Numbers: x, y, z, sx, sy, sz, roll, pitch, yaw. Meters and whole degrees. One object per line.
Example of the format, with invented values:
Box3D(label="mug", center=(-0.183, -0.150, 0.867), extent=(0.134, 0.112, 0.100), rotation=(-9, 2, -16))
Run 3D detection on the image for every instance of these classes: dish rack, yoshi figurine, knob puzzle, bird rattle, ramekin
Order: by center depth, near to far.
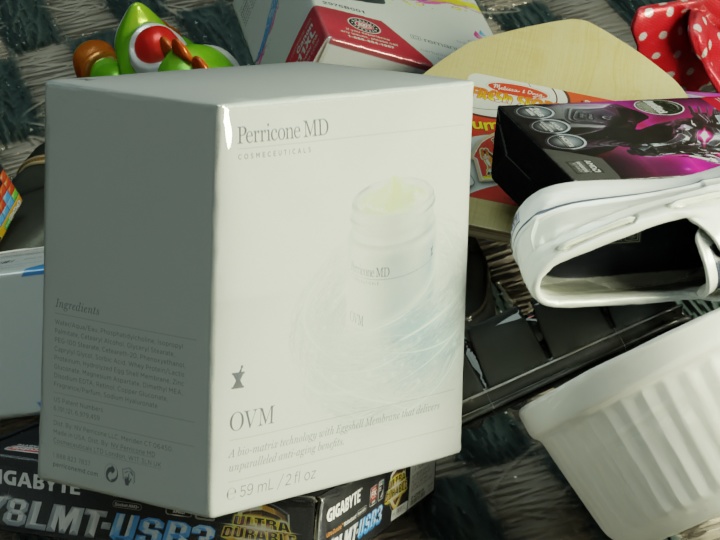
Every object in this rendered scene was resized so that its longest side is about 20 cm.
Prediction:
Box3D(label="ramekin", center=(0.193, 0.071, 1.434), extent=(0.202, 0.094, 0.202), rotation=(-25, -6, -3))
Box3D(label="dish rack", center=(0.103, 0.044, 1.527), extent=(0.153, 0.055, 0.200), rotation=(-24, -7, 2))
Box3D(label="knob puzzle", center=(0.120, -0.079, 1.675), extent=(0.220, 0.030, 0.220), rotation=(3, 47, -3))
Box3D(label="bird rattle", center=(0.260, -0.204, 1.860), extent=(0.200, 0.163, 0.113), rotation=(-14, 15, -26))
Box3D(label="yoshi figurine", center=(-0.118, -0.108, 1.865), extent=(0.112, 0.112, 0.200), rotation=(22, 3, -30))

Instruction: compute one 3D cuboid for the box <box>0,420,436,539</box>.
Box3D(label="box", center=(-0.080, 0.110, 1.475), extent=(0.200, 0.050, 0.198), rotation=(5, 8, 19))

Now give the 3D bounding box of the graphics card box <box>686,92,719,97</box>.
Box3D(label="graphics card box", center=(0.240, -0.059, 1.718), extent=(0.200, 0.051, 0.125), rotation=(5, 36, 21))

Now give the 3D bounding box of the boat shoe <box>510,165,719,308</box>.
Box3D(label="boat shoe", center=(0.179, -0.012, 1.396), extent=(0.200, 0.074, 0.065), rotation=(-11, 37, 2))

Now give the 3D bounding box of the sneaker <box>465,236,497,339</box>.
Box3D(label="sneaker", center=(0.034, -0.031, 1.679), extent=(0.075, 0.106, 0.200), rotation=(-11, 34, -5))

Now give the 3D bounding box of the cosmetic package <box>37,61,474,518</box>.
Box3D(label="cosmetic package", center=(-0.049, 0.002, 1.365), extent=(0.123, 0.200, 0.199), rotation=(8, 11, 38))

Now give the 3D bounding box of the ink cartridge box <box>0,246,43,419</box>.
Box3D(label="ink cartridge box", center=(-0.173, 0.031, 1.579), extent=(0.145, 0.084, 0.200), rotation=(-8, 5, 0))

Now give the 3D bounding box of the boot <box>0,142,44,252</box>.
Box3D(label="boot", center=(-0.159, -0.017, 1.741), extent=(0.200, 0.077, 0.138), rotation=(-2, 36, 33))

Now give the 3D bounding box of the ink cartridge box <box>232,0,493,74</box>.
Box3D(label="ink cartridge box", center=(0.007, -0.151, 1.838), extent=(0.146, 0.083, 0.200), rotation=(13, 28, -21))

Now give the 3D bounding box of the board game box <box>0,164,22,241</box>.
Box3D(label="board game box", center=(-0.338, -0.009, 1.721), extent=(0.200, 0.057, 0.165), rotation=(9, 58, 24))

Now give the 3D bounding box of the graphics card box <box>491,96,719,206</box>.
Box3D(label="graphics card box", center=(0.188, -0.057, 1.575), extent=(0.200, 0.051, 0.125), rotation=(-4, 25, -17))
